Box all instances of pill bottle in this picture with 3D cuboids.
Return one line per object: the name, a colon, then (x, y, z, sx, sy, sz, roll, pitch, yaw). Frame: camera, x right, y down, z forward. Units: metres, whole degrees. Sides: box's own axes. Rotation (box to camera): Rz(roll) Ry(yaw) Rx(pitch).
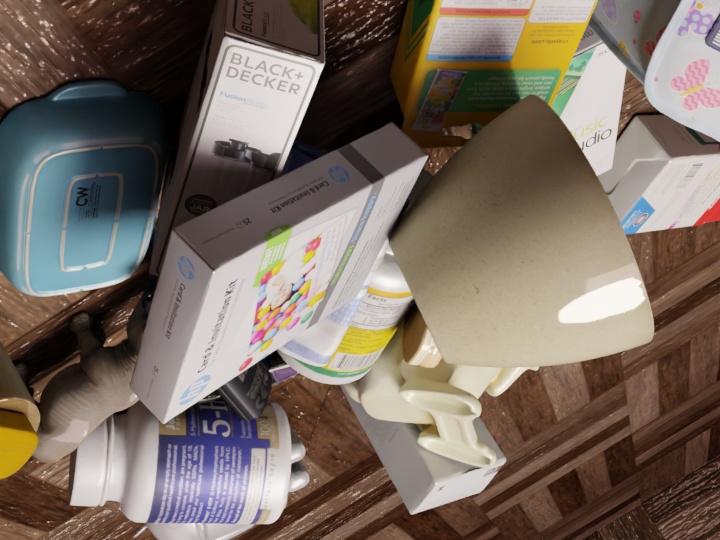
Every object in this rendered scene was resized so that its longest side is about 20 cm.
pill bottle: (0.000, 0.000, 0.861, 0.112, 0.113, 0.201, -6, 143, -35)
pill bottle: (-0.176, 0.183, 0.939, 0.198, 0.120, 0.120, 6, 138, -20)

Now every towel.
towel: (-0.060, -0.014, 0.785, 0.201, 0.146, 0.024, -63, -179, 40)

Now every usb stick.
usb stick: (-0.122, 0.062, 0.809, 0.032, 0.056, 0.200, 3, 148, 22)

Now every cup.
cup: (0.105, -0.007, 0.720, 0.142, 0.201, 0.201, -26, 150, 2)

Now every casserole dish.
casserole dish: (-0.198, -0.046, 0.692, 0.120, 0.039, 0.201, -11, 144, -31)

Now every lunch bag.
lunch bag: (0.269, -0.208, 0.706, 0.126, 0.201, 0.170, -12, 146, -29)

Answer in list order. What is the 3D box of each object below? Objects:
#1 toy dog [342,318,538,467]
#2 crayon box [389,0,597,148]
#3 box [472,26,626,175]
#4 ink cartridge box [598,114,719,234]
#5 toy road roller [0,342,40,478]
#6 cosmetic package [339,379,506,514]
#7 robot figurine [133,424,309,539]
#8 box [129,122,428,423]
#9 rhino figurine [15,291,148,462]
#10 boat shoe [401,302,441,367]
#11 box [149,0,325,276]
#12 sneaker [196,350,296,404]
toy dog: (0.091, 0.071, 0.984, 0.201, 0.193, 0.140, -62, 141, -29)
crayon box: (0.098, -0.180, 0.717, 0.125, 0.052, 0.201, -4, 142, -16)
box: (0.172, -0.133, 0.894, 0.143, 0.036, 0.201, -27, 148, -7)
ink cartridge box: (0.353, -0.108, 1.060, 0.199, 0.068, 0.117, -8, 143, -34)
toy road roller: (-0.294, 0.048, 0.670, 0.146, 0.123, 0.200, -48, 147, 7)
cosmetic package: (0.057, 0.152, 1.048, 0.101, 0.201, 0.074, -8, 144, -33)
robot figurine: (-0.157, 0.233, 1.063, 0.199, 0.113, 0.171, -18, 120, -21)
box: (-0.053, -0.002, 0.645, 0.199, 0.041, 0.156, -30, 157, -42)
rhino figurine: (-0.217, 0.084, 0.815, 0.199, 0.088, 0.060, -38, 151, 8)
boat shoe: (0.091, 0.013, 0.887, 0.069, 0.201, 0.074, 27, 138, -7)
box: (-0.082, -0.096, 0.630, 0.060, 0.117, 0.201, 13, 133, -16)
sneaker: (-0.136, 0.102, 0.935, 0.199, 0.076, 0.088, -10, 150, -32)
